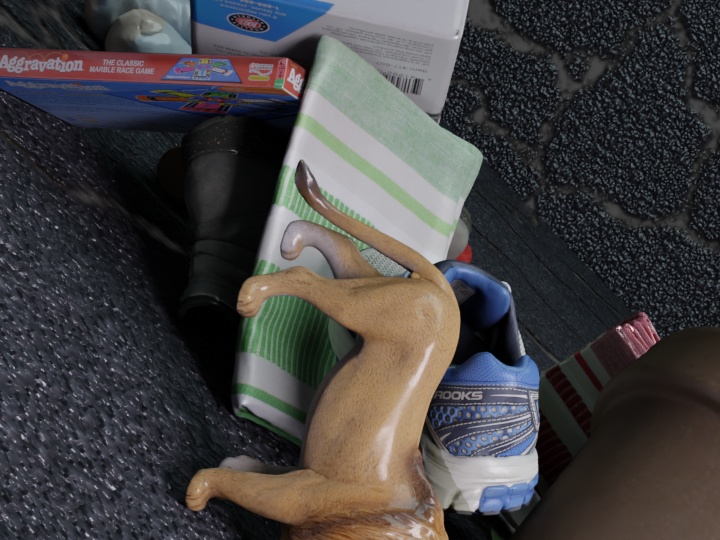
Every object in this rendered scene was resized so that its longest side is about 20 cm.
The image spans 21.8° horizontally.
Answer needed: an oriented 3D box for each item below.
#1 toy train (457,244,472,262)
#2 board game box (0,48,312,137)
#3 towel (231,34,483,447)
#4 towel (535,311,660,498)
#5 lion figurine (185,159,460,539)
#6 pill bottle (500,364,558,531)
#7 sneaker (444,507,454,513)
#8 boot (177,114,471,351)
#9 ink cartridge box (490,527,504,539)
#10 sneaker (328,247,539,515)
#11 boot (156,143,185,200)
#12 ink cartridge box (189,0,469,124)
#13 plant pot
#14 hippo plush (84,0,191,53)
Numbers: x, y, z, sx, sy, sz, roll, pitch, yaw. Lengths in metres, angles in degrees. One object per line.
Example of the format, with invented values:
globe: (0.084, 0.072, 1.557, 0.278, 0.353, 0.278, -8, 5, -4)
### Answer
toy train: (0.021, 0.035, 1.235, 0.115, 0.085, 0.200, 23, 25, -22)
board game box: (-0.104, -0.097, 1.037, 0.199, 0.020, 0.103, 6, -9, 27)
towel: (0.000, 0.000, 0.993, 0.023, 0.201, 0.152, 3, -19, 38)
towel: (0.146, 0.109, 1.012, 0.144, 0.023, 0.200, 56, -23, 5)
lion figurine: (0.003, 0.061, 0.791, 0.122, 0.201, 0.072, 12, -2, 13)
pill bottle: (0.141, 0.122, 1.224, 0.113, 0.113, 0.200, 46, 9, 6)
sneaker: (0.029, 0.062, 1.120, 0.073, 0.077, 0.200, 33, 11, -47)
boot: (-0.020, 0.003, 1.044, 0.199, 0.068, 0.131, 16, 57, -34)
ink cartridge box: (0.165, 0.229, 1.091, 0.200, 0.048, 0.146, 45, 10, -11)
sneaker: (0.042, 0.028, 0.884, 0.077, 0.086, 0.200, 1, 27, -21)
boot: (-0.024, -0.049, 1.215, 0.200, 0.071, 0.144, 21, 14, 13)
ink cartridge box: (-0.017, -0.136, 1.055, 0.145, 0.085, 0.200, 12, -19, -1)
plant pot: (0.139, 0.153, 0.835, 0.200, 0.174, 0.201, 42, -27, 28)
hippo plush: (-0.098, -0.194, 1.396, 0.200, 0.161, 0.159, 50, 11, 27)
